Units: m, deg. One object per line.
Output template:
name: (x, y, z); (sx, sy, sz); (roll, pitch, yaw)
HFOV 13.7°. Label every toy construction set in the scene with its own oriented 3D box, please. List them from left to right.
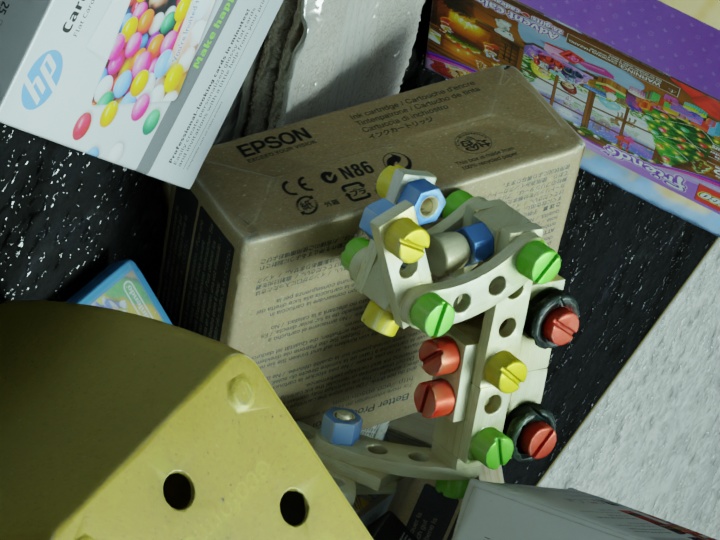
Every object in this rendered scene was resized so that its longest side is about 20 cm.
toy construction set: (0.033, 0.043, 1.424); (0.131, 0.092, 0.200); (-9, 135, -36)

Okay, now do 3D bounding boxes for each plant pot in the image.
plant pot: (-0.106, 0.133, 1.261); (0.200, 0.176, 0.200); (-46, 110, -37)

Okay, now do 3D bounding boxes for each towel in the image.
towel: (-0.009, -0.118, 1.498); (0.133, 0.034, 0.200); (-35, 146, -49)

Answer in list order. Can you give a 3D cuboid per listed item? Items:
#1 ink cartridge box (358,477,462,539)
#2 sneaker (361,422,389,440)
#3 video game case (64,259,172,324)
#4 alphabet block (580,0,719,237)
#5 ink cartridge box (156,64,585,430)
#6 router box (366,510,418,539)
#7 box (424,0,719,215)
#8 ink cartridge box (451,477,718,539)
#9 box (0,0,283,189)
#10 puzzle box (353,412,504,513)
ink cartridge box: (0.007, 0.211, 1.639); (0.165, 0.075, 0.200); (-64, -174, -20)
sneaker: (-0.034, 0.133, 1.599); (0.077, 0.085, 0.200); (19, 115, -26)
video game case: (-0.135, 0.105, 1.375); (0.200, 0.018, 0.143); (-42, 109, -40)
alphabet block: (0.229, -0.120, 1.743); (0.200, 0.196, 0.195); (-63, -171, 4)
ink cartridge box: (0.000, 0.000, 1.492); (0.200, 0.075, 0.165); (-17, 139, -29)
router box: (-0.053, 0.216, 1.415); (0.157, 0.052, 0.200); (-39, -173, 33)
box: (0.132, -0.104, 1.574); (0.039, 0.200, 0.137); (-60, 172, -17)
ink cartridge box: (0.146, 0.170, 1.467); (0.084, 0.176, 0.200); (-72, 161, 0)
box: (-0.093, -0.125, 1.288); (0.156, 0.041, 0.200); (-63, 158, 2)
puzzle box: (0.021, 0.121, 1.719); (0.025, 0.133, 0.200); (-59, 159, -24)
